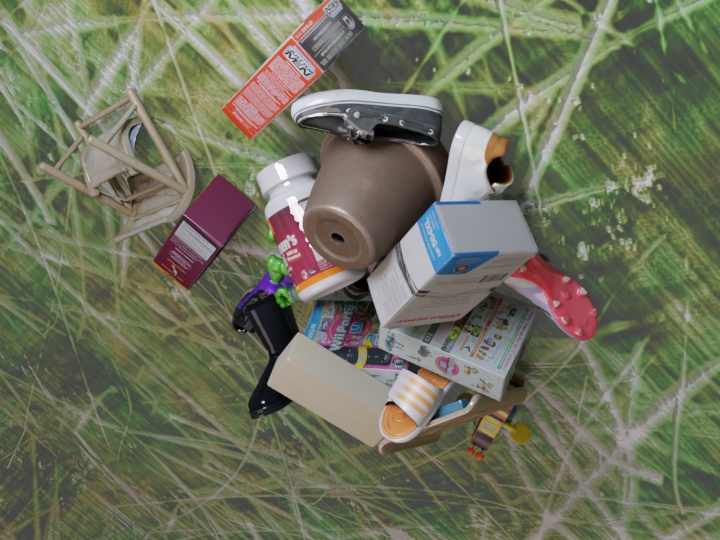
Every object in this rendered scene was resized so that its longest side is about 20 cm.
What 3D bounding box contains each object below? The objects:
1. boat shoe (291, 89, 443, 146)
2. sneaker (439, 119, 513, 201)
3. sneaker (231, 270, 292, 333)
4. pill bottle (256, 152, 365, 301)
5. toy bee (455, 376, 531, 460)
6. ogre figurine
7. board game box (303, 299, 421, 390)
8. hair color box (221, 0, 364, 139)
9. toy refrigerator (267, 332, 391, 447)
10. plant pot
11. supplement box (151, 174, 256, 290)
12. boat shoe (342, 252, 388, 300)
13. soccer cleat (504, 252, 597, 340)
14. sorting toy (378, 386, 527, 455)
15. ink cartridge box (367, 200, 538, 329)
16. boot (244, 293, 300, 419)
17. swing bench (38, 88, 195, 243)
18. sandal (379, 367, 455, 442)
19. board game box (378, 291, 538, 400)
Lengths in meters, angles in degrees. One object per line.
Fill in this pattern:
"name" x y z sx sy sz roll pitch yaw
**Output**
"boat shoe" 0.010 -0.191 1.172 0.198 0.057 0.069 0 161 -3
"sneaker" 0.155 -0.103 1.220 0.084 0.073 0.201 21 144 14
"sneaker" -0.178 0.066 1.661 0.069 0.100 0.200 39 145 -10
"pill bottle" -0.077 -0.065 1.363 0.109 0.109 0.202 -31 81 52
"toy bee" 0.228 0.269 1.566 0.130 0.109 0.201 13 140 24
"ogre figurine" -0.090 -0.031 1.474 0.119 0.098 0.202 9 94 24
"board game box" 0.005 0.124 1.509 0.198 0.148 0.065 0 135 21
"hair color box" -0.092 -0.264 1.200 0.064 0.111 0.199 45 143 -14
"toy refrigerator" -0.038 0.186 1.433 0.199 0.070 0.076 31 129 -10
"plant pot" 0.007 -0.101 1.257 0.199 0.175 0.201 22 142 18
"supplement box" -0.273 -0.062 1.581 0.085 0.111 0.200 39 144 -7
"boat shoe" 0.000 0.000 1.478 0.066 0.057 0.200 31 145 2
"soccer cleat" 0.258 0.024 1.305 0.200 0.067 0.076 41 166 -13
"sorting toy" 0.145 0.231 1.447 0.199 0.184 0.037 -33 70 31
"ink cartridge box" 0.119 -0.006 1.238 0.200 0.145 0.085 -47 55 49
"boot" -0.154 0.136 1.527 0.076 0.200 0.169 -20 99 30
"swing bench" -0.399 -0.169 1.549 0.198 0.130 0.200 -13 129 45
"sandal" 0.093 0.166 1.385 0.079 0.207 0.059 19 148 40
"board game box" 0.147 0.088 1.371 0.198 0.148 0.065 22 140 18
